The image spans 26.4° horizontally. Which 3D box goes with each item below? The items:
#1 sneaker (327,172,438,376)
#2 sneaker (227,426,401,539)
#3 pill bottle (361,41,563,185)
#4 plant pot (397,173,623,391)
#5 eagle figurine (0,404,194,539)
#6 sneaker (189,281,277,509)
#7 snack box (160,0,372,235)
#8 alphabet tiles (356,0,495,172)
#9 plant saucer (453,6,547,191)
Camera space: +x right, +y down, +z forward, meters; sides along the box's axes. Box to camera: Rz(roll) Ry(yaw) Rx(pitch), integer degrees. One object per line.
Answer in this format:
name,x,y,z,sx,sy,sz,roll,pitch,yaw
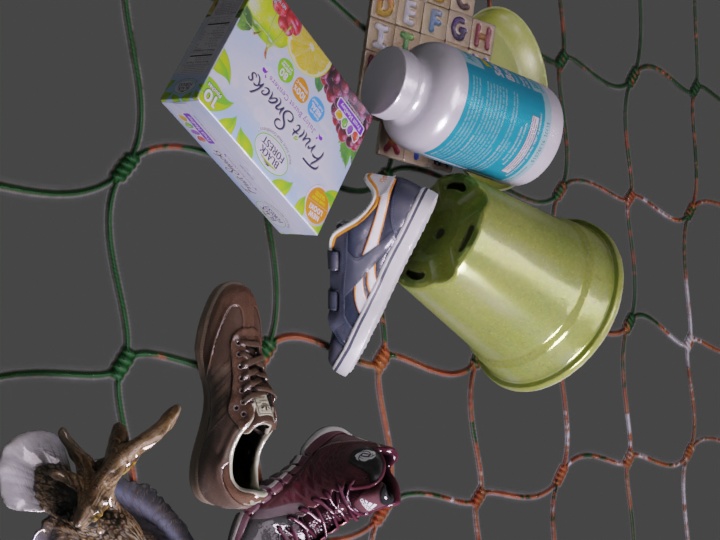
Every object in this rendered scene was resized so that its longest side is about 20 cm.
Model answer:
sneaker,0.000,0.000,1.489,0.078,0.079,0.200,-44,159,-82
sneaker,-0.033,0.220,1.420,0.200,0.115,0.076,-51,129,-37
pill bottle,0.098,-0.160,1.525,0.200,0.111,0.111,16,79,-37
plant pot,0.137,-0.003,1.582,0.184,0.200,0.201,32,67,-35
eagle figurine,-0.199,0.219,1.229,0.151,0.151,0.200,-12,142,-12
sneaker,-0.101,0.111,1.360,0.070,0.075,0.201,5,89,-51
snack box,-0.080,-0.146,1.389,0.200,0.053,0.142,48,57,-41
alphabet tiles,0.069,-0.208,1.575,0.166,0.006,0.201,12,84,-36
plant saucer,0.141,-0.188,1.683,0.200,0.031,0.201,-6,98,-51
